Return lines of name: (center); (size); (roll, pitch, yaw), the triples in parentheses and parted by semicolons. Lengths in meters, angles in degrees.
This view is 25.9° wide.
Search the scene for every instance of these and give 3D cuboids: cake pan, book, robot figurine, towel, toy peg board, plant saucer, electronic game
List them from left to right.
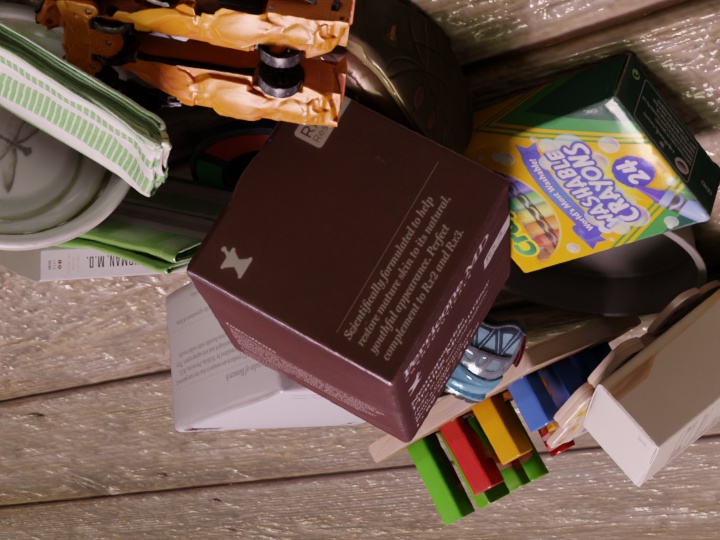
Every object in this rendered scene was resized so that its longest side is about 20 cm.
plant saucer: (-0.262, -0.100, 1.153); (0.200, 0.200, 0.050); (18, 152, -12)
towel: (-0.193, -0.107, 1.043); (0.152, 0.023, 0.200); (32, 171, -3)
book: (-0.193, -0.023, 1.281); (0.200, 0.048, 0.134); (-4, -168, -33)
towel: (-0.156, -0.036, 1.226); (0.149, 0.031, 0.200); (12, -163, 23)
robot figurine: (-0.106, -0.152, 0.996); (0.200, 0.058, 0.145); (11, 142, 1)
electronic game: (-0.045, -0.069, 1.306); (0.200, 0.042, 0.200); (11, 156, 5)
toy peg board: (0.149, 0.136, 1.405); (0.199, 0.098, 0.200); (-35, 168, 37)
cake pan: (0.188, -0.020, 1.299); (0.200, 0.037, 0.200); (11, 156, 5)

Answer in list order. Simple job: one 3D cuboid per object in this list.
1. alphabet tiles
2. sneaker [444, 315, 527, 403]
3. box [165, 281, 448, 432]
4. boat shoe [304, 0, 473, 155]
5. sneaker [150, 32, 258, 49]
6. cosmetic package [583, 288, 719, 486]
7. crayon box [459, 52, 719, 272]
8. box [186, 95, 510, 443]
alphabet tiles: (0.243, 0.079, 1.333); (0.200, 0.015, 0.196); (-15, 148, -51)
sneaker: (0.055, 0.009, 1.280); (0.200, 0.096, 0.079); (45, -167, -1)
box: (-0.044, 0.065, 1.412); (0.199, 0.131, 0.200); (2, 165, -34)
boat shoe: (0.007, -0.149, 1.084); (0.067, 0.072, 0.200); (-3, 145, 42)
sneaker: (-0.144, -0.205, 1.053); (0.071, 0.073, 0.200); (-37, 128, 24)
cosmetic package: (0.281, 0.076, 1.270); (0.071, 0.200, 0.105); (49, 163, 19)
crayon box: (0.144, -0.070, 1.149); (0.200, 0.052, 0.126); (-18, 127, 42)
box: (0.000, 0.000, 1.127); (0.164, 0.166, 0.200); (29, 168, 13)
